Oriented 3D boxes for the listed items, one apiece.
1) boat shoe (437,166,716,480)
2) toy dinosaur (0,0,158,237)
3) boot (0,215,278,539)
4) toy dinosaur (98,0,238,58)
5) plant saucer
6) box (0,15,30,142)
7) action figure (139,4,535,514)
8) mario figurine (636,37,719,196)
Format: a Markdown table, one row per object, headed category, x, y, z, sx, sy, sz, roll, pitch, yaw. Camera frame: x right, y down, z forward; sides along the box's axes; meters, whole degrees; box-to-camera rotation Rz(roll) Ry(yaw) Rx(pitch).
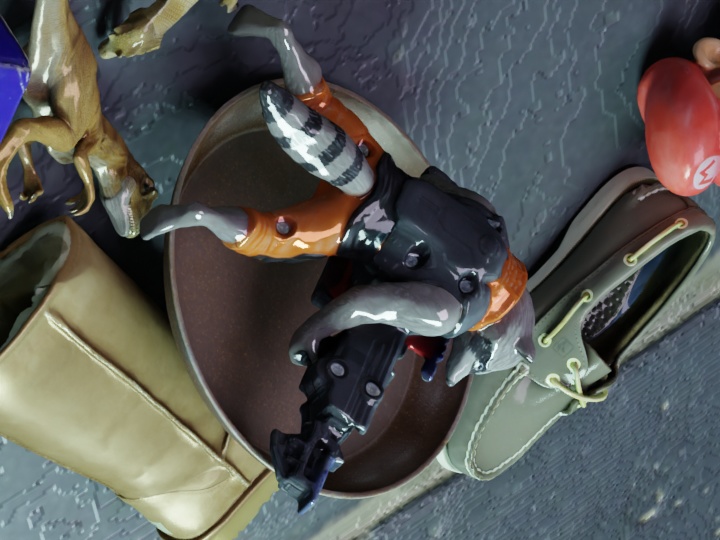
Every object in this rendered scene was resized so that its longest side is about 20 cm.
| category | x | y | z | sx | sy | sz | roll | pitch | yaw |
| --- | --- | --- | --- | --- | --- | --- | --- | --- | --- |
| boat shoe | 0.118 | 0.037 | 1.394 | 0.202 | 0.060 | 0.072 | -52 | 139 | -2 |
| toy dinosaur | -0.134 | -0.086 | 1.079 | 0.106 | 0.060 | 0.201 | -39 | 149 | -25 |
| boot | -0.088 | 0.034 | 1.198 | 0.176 | 0.066 | 0.200 | -54 | 136 | -9 |
| toy dinosaur | -0.051 | -0.165 | 1.078 | 0.101 | 0.058 | 0.201 | -29 | 150 | -48 |
| plant saucer | -0.023 | 0.010 | 1.197 | 0.199 | 0.034 | 0.202 | 16 | 67 | -42 |
| box | -0.253 | -0.041 | 0.935 | 0.199 | 0.105 | 0.185 | 3 | 126 | -43 |
| action figure | 0.000 | 0.000 | 1.130 | 0.193 | 0.104 | 0.201 | 32 | 54 | -23 |
| mario figurine | 0.239 | -0.097 | 1.377 | 0.200 | 0.106 | 0.124 | -35 | 97 | -30 |
